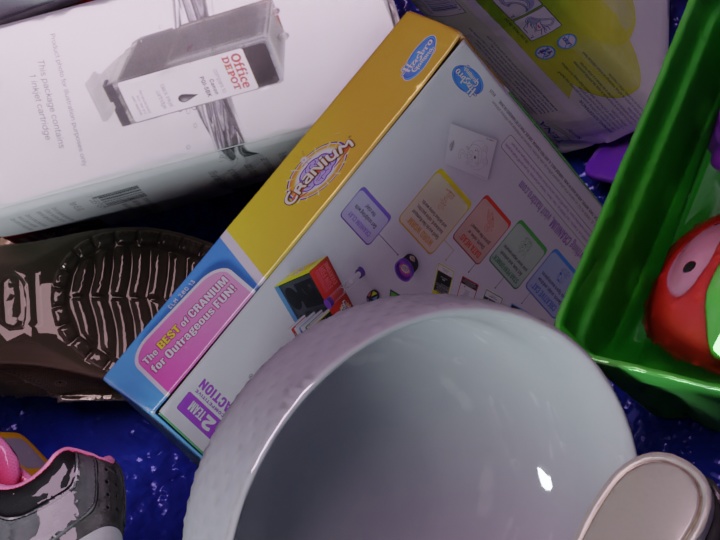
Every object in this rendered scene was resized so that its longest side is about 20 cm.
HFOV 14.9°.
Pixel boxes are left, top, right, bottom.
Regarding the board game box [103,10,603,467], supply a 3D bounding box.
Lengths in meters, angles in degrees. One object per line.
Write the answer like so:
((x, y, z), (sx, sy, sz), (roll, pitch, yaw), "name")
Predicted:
((0.008, 0.016, 1.153), (0.200, 0.153, 0.040), (-50, 40, -9), "board game box")

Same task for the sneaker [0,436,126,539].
((-0.169, 0.107, 1.110), (0.200, 0.079, 0.096), (-3, 80, 33), "sneaker")

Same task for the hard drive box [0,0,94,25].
((-0.190, -0.127, 1.278), (0.200, 0.156, 0.077), (-18, 83, 25), "hard drive box")

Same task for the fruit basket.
((0.178, -0.041, 1.119), (0.155, 0.216, 0.216), (14, 65, 24), "fruit basket")

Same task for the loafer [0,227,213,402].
((-0.135, 0.022, 1.250), (0.199, 0.068, 0.076), (4, 77, -5), "loafer")

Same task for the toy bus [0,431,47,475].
((-0.148, 0.128, 1.183), (0.200, 0.078, 0.065), (42, 115, 33), "toy bus")

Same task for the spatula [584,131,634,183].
((0.108, -0.002, 1.222), (0.056, 0.021, 0.200), (8, 64, 39), "spatula")

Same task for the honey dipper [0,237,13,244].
((-0.127, -0.061, 1.325), (0.038, 0.038, 0.200), (37, 78, 31), "honey dipper")

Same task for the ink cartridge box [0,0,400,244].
((-0.076, -0.078, 1.231), (0.200, 0.147, 0.083), (-15, 85, 0), "ink cartridge box")

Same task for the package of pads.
((0.082, -0.172, 1.255), (0.068, 0.154, 0.200), (-16, 51, 31), "package of pads")

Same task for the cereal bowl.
((0.011, 0.102, 1.101), (0.200, 0.200, 0.083), (-50, 33, -15), "cereal bowl")

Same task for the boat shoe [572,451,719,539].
((0.079, 0.162, 1.069), (0.067, 0.057, 0.200), (31, 77, 36), "boat shoe")
